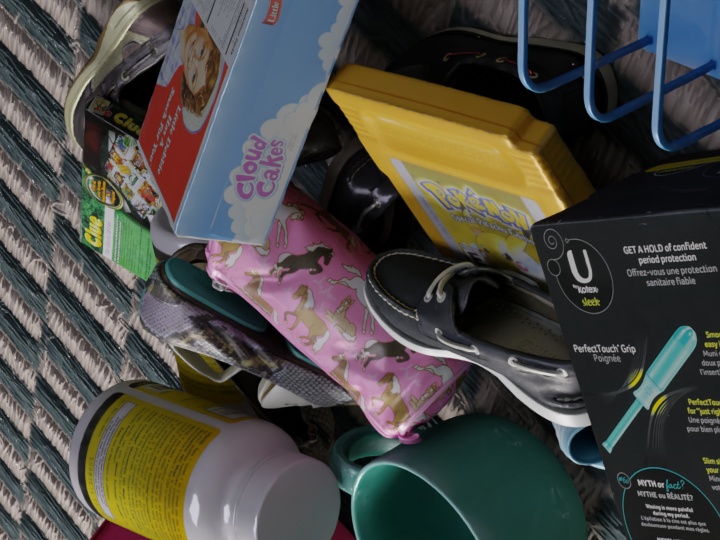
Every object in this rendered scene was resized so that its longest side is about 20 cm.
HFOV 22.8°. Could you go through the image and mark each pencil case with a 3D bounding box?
[{"bbox_3d":[-0.014,0.028,1.225,0.200,0.083,0.087,41,121,6],"label":"pencil case"}]

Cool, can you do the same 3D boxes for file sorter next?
[{"bbox_3d":[0.190,-0.130,0.903,0.200,0.123,0.139,30,134,39],"label":"file sorter"}]

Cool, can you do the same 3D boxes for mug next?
[{"bbox_3d":[0.077,0.165,1.261,0.185,0.114,0.152,58,146,9],"label":"mug"}]

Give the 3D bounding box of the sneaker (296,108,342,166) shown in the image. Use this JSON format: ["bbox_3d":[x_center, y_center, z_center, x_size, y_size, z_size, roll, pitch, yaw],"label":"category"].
[{"bbox_3d":[-0.073,-0.126,1.267,0.200,0.076,0.116,-177,72,-75],"label":"sneaker"}]

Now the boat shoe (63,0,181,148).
[{"bbox_3d":[-0.185,-0.146,1.437,0.065,0.073,0.200,57,146,18],"label":"boat shoe"}]

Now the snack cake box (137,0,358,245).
[{"bbox_3d":[-0.073,-0.130,1.133,0.200,0.067,0.115,-67,32,28],"label":"snack cake box"}]

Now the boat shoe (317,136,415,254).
[{"bbox_3d":[0.000,0.000,1.291,0.063,0.073,0.200,41,136,34],"label":"boat shoe"}]

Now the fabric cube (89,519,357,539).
[{"bbox_3d":[-0.102,0.282,1.444,0.200,0.196,0.199,16,154,47],"label":"fabric cube"}]

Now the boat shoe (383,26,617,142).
[{"bbox_3d":[0.070,-0.111,1.133,0.201,0.063,0.074,10,121,52],"label":"boat shoe"}]

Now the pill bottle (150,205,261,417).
[{"bbox_3d":[-0.093,0.041,1.404,0.114,0.114,0.200,21,128,45],"label":"pill bottle"}]

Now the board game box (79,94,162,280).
[{"bbox_3d":[-0.184,-0.057,1.480,0.105,0.023,0.200,29,149,7],"label":"board game box"}]

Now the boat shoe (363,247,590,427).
[{"bbox_3d":[0.079,0.026,1.128,0.200,0.076,0.060,25,150,32],"label":"boat shoe"}]

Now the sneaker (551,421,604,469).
[{"bbox_3d":[0.144,0.083,1.143,0.200,0.082,0.074,17,124,47],"label":"sneaker"}]

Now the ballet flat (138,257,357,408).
[{"bbox_3d":[-0.071,0.059,1.279,0.200,0.072,0.072,27,150,-17],"label":"ballet flat"}]

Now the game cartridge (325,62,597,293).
[{"bbox_3d":[0.085,-0.039,1.107,0.176,0.032,0.200,20,158,46],"label":"game cartridge"}]

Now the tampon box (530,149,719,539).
[{"bbox_3d":[0.212,0.041,0.985,0.150,0.126,0.200,-3,108,53],"label":"tampon box"}]

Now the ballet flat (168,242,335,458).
[{"bbox_3d":[-0.079,0.065,1.327,0.200,0.067,0.046,59,-165,-25],"label":"ballet flat"}]

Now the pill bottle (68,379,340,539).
[{"bbox_3d":[-0.115,0.155,1.325,0.200,0.112,0.113,15,124,42],"label":"pill bottle"}]
